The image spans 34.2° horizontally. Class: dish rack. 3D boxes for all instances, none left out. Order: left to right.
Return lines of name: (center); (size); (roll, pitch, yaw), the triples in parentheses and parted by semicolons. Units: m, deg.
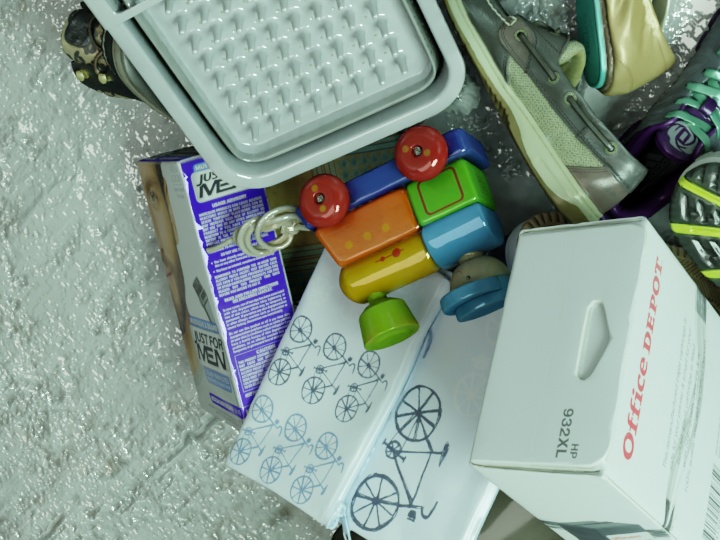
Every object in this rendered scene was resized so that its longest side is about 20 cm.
dish rack: (-0.047, -0.148, 0.662); (0.170, 0.044, 0.201); (-22, 133, 13)

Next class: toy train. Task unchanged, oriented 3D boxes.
toy train: (0.000, 0.000, 0.750); (0.198, 0.084, 0.117); (-25, 73, 19)

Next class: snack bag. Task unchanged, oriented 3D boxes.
snack bag: (0.021, 0.085, 0.765); (0.199, 0.021, 0.190); (25, 87, 33)

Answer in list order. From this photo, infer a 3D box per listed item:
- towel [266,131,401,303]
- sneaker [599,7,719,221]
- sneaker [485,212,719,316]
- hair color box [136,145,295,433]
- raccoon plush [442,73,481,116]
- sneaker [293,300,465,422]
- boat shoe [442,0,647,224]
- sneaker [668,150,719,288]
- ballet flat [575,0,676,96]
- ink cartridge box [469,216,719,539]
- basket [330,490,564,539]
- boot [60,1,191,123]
towel: (-0.025, -0.034, 0.877); (0.145, 0.022, 0.203); (-4, 106, 22)
sneaker: (0.222, -0.101, 0.721); (0.074, 0.088, 0.201); (37, 118, 3)
sneaker: (0.167, 0.021, 0.800); (0.198, 0.071, 0.108); (21, 159, -18)
hair color box: (-0.099, 0.010, 0.859); (0.109, 0.064, 0.203); (10, 114, 64)
raccoon plush: (0.006, -0.201, 0.769); (0.096, 0.199, 0.136); (3, 72, 45)
sneaker: (0.035, 0.057, 0.835); (0.199, 0.080, 0.079); (27, 157, 35)
boat shoe: (0.115, -0.121, 0.741); (0.066, 0.072, 0.202); (-31, 66, 13)
sneaker: (0.259, 0.011, 0.685); (0.075, 0.076, 0.201); (-28, 100, 34)
ballet flat: (0.157, -0.213, 0.729); (0.062, 0.069, 0.202); (-15, 108, -5)
ink cartridge box: (0.156, 0.084, 0.674); (0.083, 0.147, 0.200); (-4, 149, 37)
basket: (0.104, 0.176, 0.839); (0.200, 0.179, 0.137); (-45, 51, 20)
boot: (-0.140, -0.143, 0.780); (0.149, 0.199, 0.074); (18, 99, 27)
